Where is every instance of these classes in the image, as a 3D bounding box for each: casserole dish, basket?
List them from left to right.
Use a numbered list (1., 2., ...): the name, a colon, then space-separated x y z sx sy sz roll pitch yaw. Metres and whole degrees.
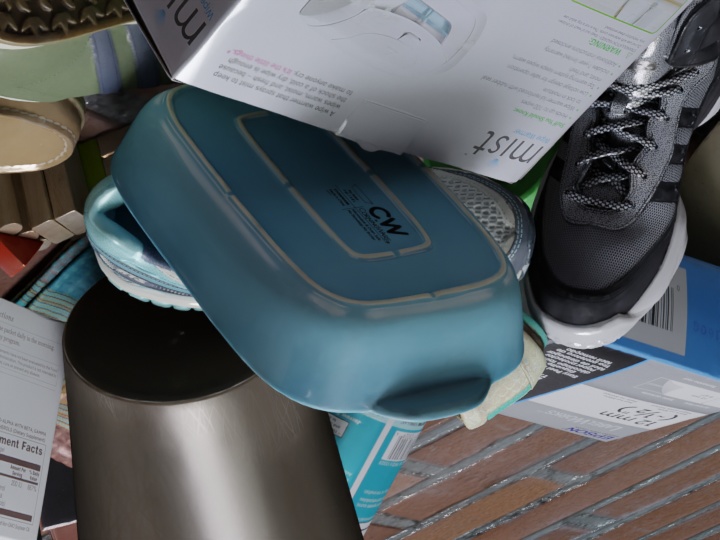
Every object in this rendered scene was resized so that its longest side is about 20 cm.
1. basket: -0.077 0.102 0.943 0.136 0.179 0.201 -44 141 -39
2. casserole dish: -0.015 -0.020 0.730 0.120 0.200 0.039 -10 133 -32

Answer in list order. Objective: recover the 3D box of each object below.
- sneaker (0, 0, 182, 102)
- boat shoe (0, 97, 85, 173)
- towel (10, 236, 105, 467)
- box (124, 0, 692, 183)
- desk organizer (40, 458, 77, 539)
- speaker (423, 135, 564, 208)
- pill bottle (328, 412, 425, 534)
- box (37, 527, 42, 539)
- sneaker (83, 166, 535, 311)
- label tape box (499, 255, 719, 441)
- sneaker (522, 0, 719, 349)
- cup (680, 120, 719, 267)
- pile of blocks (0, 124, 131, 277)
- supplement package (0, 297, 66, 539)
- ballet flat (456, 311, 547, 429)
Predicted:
1. sneaker: -0.099 -0.105 0.768 0.199 0.068 0.090 -6 174 -43
2. boat shoe: -0.202 -0.055 0.788 0.199 0.065 0.071 3 149 -38
3. towel: -0.131 0.052 1.045 0.146 0.022 0.200 31 132 -25
4. box: 0.036 -0.136 0.698 0.199 0.097 0.177 11 131 -47
5. desk organizer: -0.108 0.117 1.209 0.198 0.072 0.077 -14 158 -9
6. speaker: 0.101 -0.033 1.016 0.088 0.089 0.200 -24 155 14
7. pill bottle: -0.042 0.121 1.110 0.110 0.111 0.201 18 104 -52
8. box: -0.241 0.133 0.994 0.158 0.201 0.046 -32 149 27
9. sneaker: -0.025 -0.012 0.815 0.198 0.078 0.086 -1 170 9
10. label tape box: 0.102 0.044 1.007 0.142 0.067 0.200 16 155 -32
11. sneaker: 0.118 -0.071 0.859 0.075 0.201 0.114 15 155 21
12. cup: 0.280 -0.022 1.022 0.199 0.143 0.201 -29 150 -18
13. pile of blocks: -0.156 -0.021 0.895 0.198 0.063 0.082 -9 154 -18
14. supplement package: -0.256 0.050 0.856 0.155 0.112 0.200 1 165 28
15. ballet flat: 0.000 0.000 0.885 0.062 0.200 0.068 -46 149 -9
